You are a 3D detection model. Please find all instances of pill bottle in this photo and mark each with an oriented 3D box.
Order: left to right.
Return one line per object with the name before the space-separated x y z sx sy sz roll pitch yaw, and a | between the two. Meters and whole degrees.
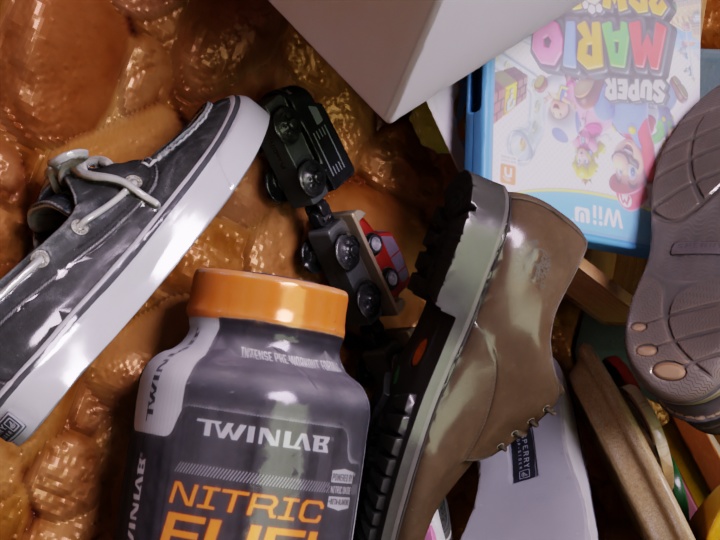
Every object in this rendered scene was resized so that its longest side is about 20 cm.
pill bottle | -0.054 0.101 0.739 0.106 0.106 0.201 11 84 -37

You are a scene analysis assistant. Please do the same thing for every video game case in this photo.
video game case | 0.113 -0.112 0.826 0.142 0.018 0.201 9 79 -34

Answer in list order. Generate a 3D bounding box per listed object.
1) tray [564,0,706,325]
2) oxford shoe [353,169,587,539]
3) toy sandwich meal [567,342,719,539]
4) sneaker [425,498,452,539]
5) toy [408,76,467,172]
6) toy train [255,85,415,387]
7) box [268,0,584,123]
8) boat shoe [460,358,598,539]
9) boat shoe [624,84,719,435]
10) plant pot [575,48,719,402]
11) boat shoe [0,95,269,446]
tray | 0.137 -0.081 0.892 0.099 0.037 0.201 31 64 -50
oxford shoe | 0.050 0.063 0.755 0.084 0.073 0.201 18 103 -15
toy sandwich meal | 0.176 0.119 0.871 0.070 0.205 0.206 -26 111 3
sneaker | 0.028 0.194 0.838 0.086 0.080 0.201 -6 94 -60
toy | 0.052 -0.099 0.842 0.115 0.047 0.201 -53 132 -38
toy train | 0.000 0.000 0.823 0.046 0.034 0.201 -43 115 -41
box | 0.011 -0.192 0.717 0.152 0.107 0.200 -33 73 -31
boat shoe | 0.087 0.131 0.829 0.201 0.071 0.070 -88 156 -51
boat shoe | 0.179 -0.010 0.816 0.201 0.074 0.073 -64 143 -28
plant pot | 0.273 -0.006 0.924 0.195 0.199 0.197 24 77 -34
boat shoe | -0.112 -0.019 0.714 0.068 0.074 0.200 42 60 -9
